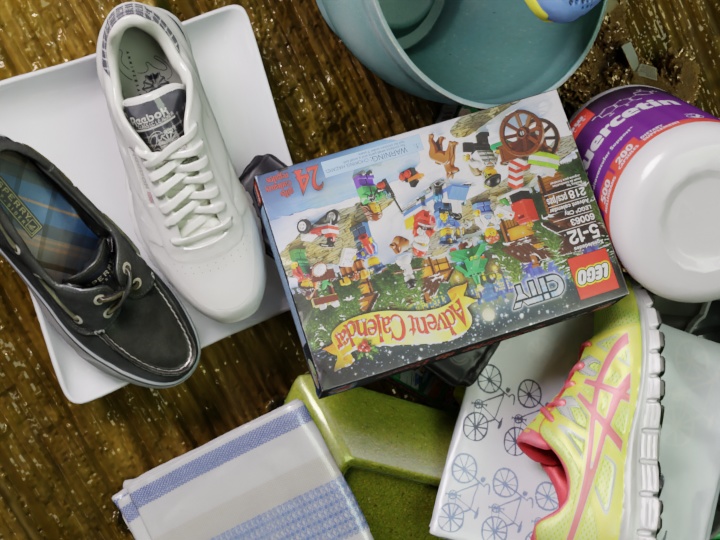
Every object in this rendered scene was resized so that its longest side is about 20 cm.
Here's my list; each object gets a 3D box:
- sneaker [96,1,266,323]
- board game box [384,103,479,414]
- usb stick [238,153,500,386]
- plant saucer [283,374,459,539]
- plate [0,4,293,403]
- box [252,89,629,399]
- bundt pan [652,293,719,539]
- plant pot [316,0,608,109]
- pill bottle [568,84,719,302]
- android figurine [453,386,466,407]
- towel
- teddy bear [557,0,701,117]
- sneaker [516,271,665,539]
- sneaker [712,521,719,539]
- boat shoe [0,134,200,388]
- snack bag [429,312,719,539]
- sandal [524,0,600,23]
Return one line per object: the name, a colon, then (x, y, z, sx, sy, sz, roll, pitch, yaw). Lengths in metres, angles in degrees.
sneaker: (-0.109, -0.059, 0.879, 0.076, 0.080, 0.201, -22, 100, -5)
board game box: (0.078, -0.002, 1.068, 0.134, 0.029, 0.201, 31, 77, -29)
usb stick: (0.000, 0.000, 0.944, 0.199, 0.033, 0.056, 36, 75, -3)
plant saucer: (0.012, 0.188, 0.989, 0.199, 0.048, 0.201, 17, 104, -28)
plate: (-0.133, -0.044, 0.941, 0.199, 0.032, 0.201, -25, 104, -28)
box: (0.048, -0.018, 0.910, 0.199, 0.038, 0.138, -17, 79, -9)
bundt pan: (0.241, 0.097, 1.114, 0.201, 0.075, 0.204, -16, 112, -48)
plant pot: (0.048, -0.204, 0.979, 0.199, 0.134, 0.202, -2, 93, -33)
pill bottle: (0.194, -0.059, 0.982, 0.111, 0.200, 0.113, -3, 107, -9)
android figurine: (0.133, 0.054, 1.066, 0.199, 0.041, 0.183, 23, 83, -48)
towel: (-0.053, 0.195, 0.931, 0.146, 0.024, 0.201, -28, 89, 15)
teddy bear: (0.197, -0.124, 1.119, 0.199, 0.067, 0.146, 35, 62, -24)
sneaker: (0.144, 0.091, 0.933, 0.089, 0.078, 0.201, 3, 64, 7)
sneaker: (0.221, 0.267, 1.131, 0.074, 0.083, 0.201, 37, 74, -40)
boat shoe: (-0.163, 0.000, 0.874, 0.200, 0.056, 0.069, 47, 70, -24)
snack bag: (0.157, 0.113, 0.979, 0.199, 0.021, 0.190, 20, 74, -10)
sandal: (0.168, -0.236, 0.926, 0.079, 0.087, 0.201, 45, 71, -29)
